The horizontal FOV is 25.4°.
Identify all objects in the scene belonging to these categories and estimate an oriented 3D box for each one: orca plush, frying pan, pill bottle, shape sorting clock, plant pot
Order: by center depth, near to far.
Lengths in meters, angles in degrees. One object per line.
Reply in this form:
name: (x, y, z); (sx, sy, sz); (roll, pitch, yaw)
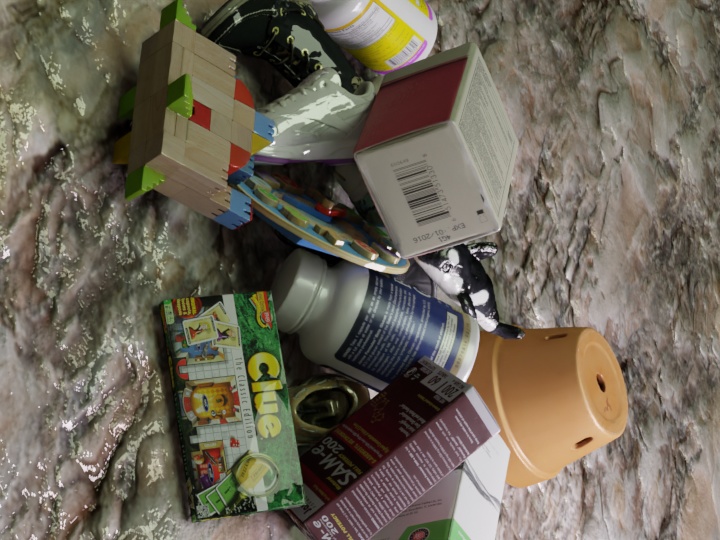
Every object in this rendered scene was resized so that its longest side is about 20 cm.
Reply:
shape sorting clock: (-0.039, -0.052, 1.586); (0.200, 0.200, 0.039); (10, 107, -57)
pill bottle: (0.009, 0.056, 1.592); (0.200, 0.111, 0.111); (26, 47, -16)
orca plush: (0.125, 0.007, 1.675); (0.200, 0.071, 0.105); (46, 8, -36)
frying pan: (0.010, -0.010, 1.680); (0.190, 0.031, 0.115); (47, 55, -9)
pill bottle: (-0.003, -0.307, 1.832); (0.200, 0.104, 0.105); (31, 48, -49)
plant pot: (0.234, 0.151, 1.947); (0.200, 0.140, 0.200); (37, 43, -46)

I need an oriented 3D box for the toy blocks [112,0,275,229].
toy blocks: (-0.141, -0.132, 1.481); (0.137, 0.100, 0.200); (27, 51, -37)

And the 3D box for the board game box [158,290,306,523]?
board game box: (-0.115, 0.119, 1.435); (0.105, 0.023, 0.201); (-5, 76, -24)

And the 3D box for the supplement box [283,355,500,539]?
supplement box: (0.020, 0.175, 1.494); (0.061, 0.200, 0.109); (56, -12, -24)

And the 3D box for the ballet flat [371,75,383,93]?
ballet flat: (0.087, -0.195, 1.963); (0.200, 0.069, 0.070); (28, 51, -51)

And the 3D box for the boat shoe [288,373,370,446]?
boat shoe: (-0.032, 0.137, 1.567); (0.200, 0.076, 0.072); (-14, 86, -61)

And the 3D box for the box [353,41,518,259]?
box: (0.079, -0.122, 1.602); (0.128, 0.109, 0.200); (64, 21, -23)

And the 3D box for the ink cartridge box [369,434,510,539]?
ink cartridge box: (0.059, 0.243, 1.592); (0.084, 0.146, 0.200); (53, 35, -29)

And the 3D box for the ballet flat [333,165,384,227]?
ballet flat: (-0.004, -0.111, 1.713); (0.074, 0.074, 0.200); (52, 5, -31)

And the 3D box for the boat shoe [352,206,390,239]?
boat shoe: (0.017, 0.004, 1.741); (0.071, 0.070, 0.200); (4, 67, -14)

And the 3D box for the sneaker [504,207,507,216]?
sneaker: (0.132, -0.061, 1.890); (0.200, 0.082, 0.075); (85, 5, -83)

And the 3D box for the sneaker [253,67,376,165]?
sneaker: (-0.068, -0.155, 1.612); (0.200, 0.075, 0.100); (-4, 96, -32)

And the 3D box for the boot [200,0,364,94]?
boot: (-0.068, -0.219, 1.665); (0.154, 0.073, 0.203); (54, 25, 6)
